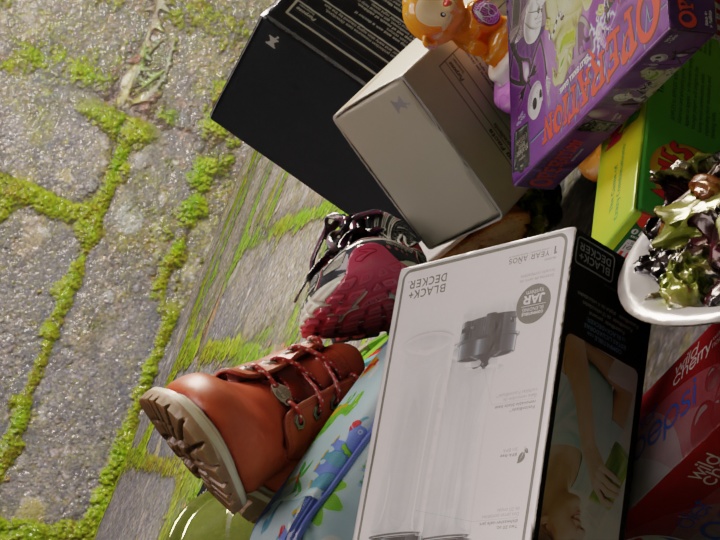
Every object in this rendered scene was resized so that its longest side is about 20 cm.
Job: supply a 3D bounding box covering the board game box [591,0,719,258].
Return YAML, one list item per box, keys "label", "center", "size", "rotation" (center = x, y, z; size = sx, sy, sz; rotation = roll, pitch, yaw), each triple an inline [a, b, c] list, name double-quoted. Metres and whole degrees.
- label: "board game box"
  center: [0.176, -0.068, 0.970]
  size: [0.048, 0.101, 0.201]
  rotation: [124, 164, -46]

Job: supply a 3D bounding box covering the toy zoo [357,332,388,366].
- label: "toy zoo"
  center: [0.044, 0.045, 1.188]
  size: [0.199, 0.021, 0.131]
  rotation: [-29, 6, 38]

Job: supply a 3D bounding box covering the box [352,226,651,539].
- label: "box"
  center: [0.059, 0.092, 0.858]
  size: [0.116, 0.060, 0.201]
  rotation: [-15, 56, 46]

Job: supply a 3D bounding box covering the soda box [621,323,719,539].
- label: "soda box"
  center: [0.152, 0.090, 0.857]
  size: [0.200, 0.070, 0.064]
  rotation: [125, 163, -47]

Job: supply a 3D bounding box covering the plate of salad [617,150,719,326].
- label: "plate of salad"
  center: [0.190, -0.044, 0.798]
  size: [0.199, 0.048, 0.200]
  rotation: [-30, 17, 10]

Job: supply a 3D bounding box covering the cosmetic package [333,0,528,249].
- label: "cosmetic package"
  center: [0.084, -0.114, 1.164]
  size: [0.071, 0.105, 0.200]
  rotation: [-25, 14, 49]

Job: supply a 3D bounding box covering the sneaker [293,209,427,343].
- label: "sneaker"
  center: [0.000, 0.000, 1.093]
  size: [0.200, 0.080, 0.075]
  rotation: [107, 154, -86]

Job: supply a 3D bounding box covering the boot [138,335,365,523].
- label: "boot"
  center: [-0.048, 0.069, 0.999]
  size: [0.107, 0.075, 0.200]
  rotation: [-40, -11, -1]

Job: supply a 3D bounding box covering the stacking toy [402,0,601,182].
- label: "stacking toy"
  center: [0.114, -0.113, 1.089]
  size: [0.110, 0.199, 0.117]
  rotation: [-41, 27, 62]

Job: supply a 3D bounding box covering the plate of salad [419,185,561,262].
- label: "plate of salad"
  center: [0.090, -0.026, 1.277]
  size: [0.200, 0.048, 0.200]
  rotation: [-39, -3, -3]

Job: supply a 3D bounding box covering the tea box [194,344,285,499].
- label: "tea box"
  center: [-0.047, 0.199, 1.399]
  size: [0.200, 0.133, 0.198]
  rotation: [-91, 26, -63]

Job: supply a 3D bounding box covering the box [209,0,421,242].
- label: "box"
  center: [0.027, -0.145, 1.442]
  size: [0.199, 0.199, 0.123]
  rotation: [-54, -1, -46]

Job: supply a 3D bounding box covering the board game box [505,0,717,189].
- label: "board game box"
  center: [0.117, -0.129, 0.945]
  size: [0.200, 0.032, 0.121]
  rotation: [131, 137, -66]

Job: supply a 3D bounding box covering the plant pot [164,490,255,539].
- label: "plant pot"
  center: [0.018, 0.159, 1.119]
  size: [0.190, 0.199, 0.201]
  rotation: [-45, 21, 31]

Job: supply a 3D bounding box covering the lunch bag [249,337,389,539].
- label: "lunch bag"
  center: [0.054, 0.118, 0.971]
  size: [0.200, 0.161, 0.082]
  rotation: [-53, 12, -24]
